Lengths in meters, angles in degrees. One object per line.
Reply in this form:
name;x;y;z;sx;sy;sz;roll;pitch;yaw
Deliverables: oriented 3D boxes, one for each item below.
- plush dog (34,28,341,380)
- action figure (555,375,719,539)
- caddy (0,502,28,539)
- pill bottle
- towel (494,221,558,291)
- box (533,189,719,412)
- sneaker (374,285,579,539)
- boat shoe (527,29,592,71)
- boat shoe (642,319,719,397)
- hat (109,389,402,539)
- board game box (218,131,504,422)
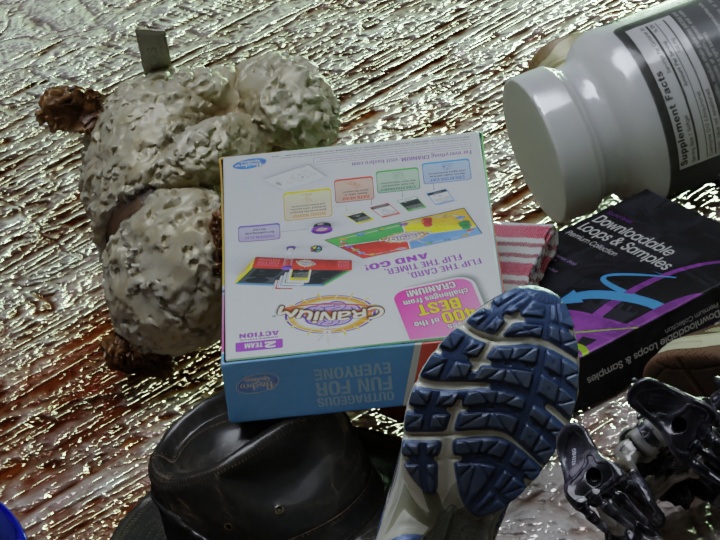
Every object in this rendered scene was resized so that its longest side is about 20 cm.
plush dog;-0.111;-0.030;1.779;0.160;0.200;0.172;16;42;-32
action figure;0.160;0.106;1.447;0.119;0.102;0.200;-36;-16;12
caddy;-0.271;0.165;1.568;0.199;0.105;0.142;-4;50;21
pill bottle;0.196;-0.108;1.836;0.200;0.116;0.116;-21;26;-11
towel;0.023;0.019;1.675;0.146;0.030;0.200;3;25;15
box;0.127;0.022;1.706;0.200;0.036;0.143;-25;27;-21
sneaker;0.047;0.094;1.454;0.077;0.200;0.085;22;12;-4
boat shoe;0.210;-0.126;1.936;0.200;0.071;0.065;-13;59;-14
boat shoe;0.246;0.051;1.541;0.202;0.075;0.075;7;28;40
hat;-0.050;0.106;1.583;0.200;0.081;0.201;-12;25;6
board game box;0.000;0.000;1.613;0.153;0.040;0.200;-5;35;2
